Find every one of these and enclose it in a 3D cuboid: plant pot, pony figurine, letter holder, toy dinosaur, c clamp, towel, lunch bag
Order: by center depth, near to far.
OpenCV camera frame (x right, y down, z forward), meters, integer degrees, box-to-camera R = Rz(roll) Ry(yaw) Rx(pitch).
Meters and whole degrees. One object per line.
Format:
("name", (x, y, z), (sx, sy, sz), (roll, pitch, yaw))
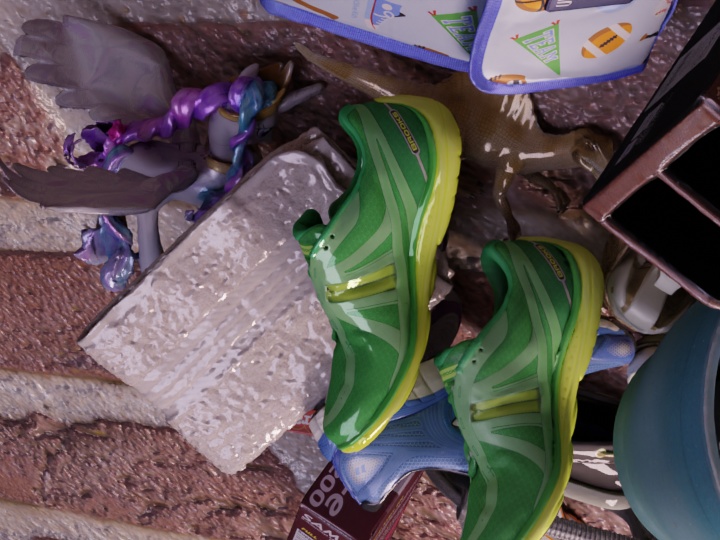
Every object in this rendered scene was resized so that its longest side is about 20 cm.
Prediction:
("letter holder", (0.214, -0.069, 0.818), (0.142, 0.200, 0.101), (39, 147, -4))
("lunch bag", (0.063, -0.178, 0.902), (0.200, 0.124, 0.170), (18, 145, 3))
("plant pot", (0.231, 0.086, 1.020), (0.200, 0.200, 0.188), (41, 162, -7))
("toy dinosaur", (0.058, -0.078, 1.102), (0.200, 0.058, 0.101), (20, 129, 12))
("towel", (-0.054, 0.021, 1.122), (0.133, 0.034, 0.200), (44, 107, -13))
("pony figurine", (-0.128, -0.066, 1.211), (0.193, 0.167, 0.200), (3, 142, -7))
("c clamp", (0.132, 0.154, 1.220), (0.200, 0.171, 0.027), (17, 108, 1))

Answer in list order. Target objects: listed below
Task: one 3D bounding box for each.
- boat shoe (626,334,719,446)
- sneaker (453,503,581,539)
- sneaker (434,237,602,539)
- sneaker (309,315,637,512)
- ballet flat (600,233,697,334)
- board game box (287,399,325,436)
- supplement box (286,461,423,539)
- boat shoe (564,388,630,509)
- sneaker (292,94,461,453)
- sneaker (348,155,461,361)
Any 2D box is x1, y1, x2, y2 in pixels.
("boat shoe", (0.230, 0.124, 1.163), (0.200, 0.068, 0.075), (45, 146, -12))
("sneaker", (0.099, 0.181, 1.333), (0.076, 0.092, 0.200), (-11, 124, 48))
("sneaker", (0.077, 0.076, 1.063), (0.084, 0.200, 0.074), (15, 162, -8))
("sneaker", (0.075, 0.086, 1.145), (0.079, 0.200, 0.089), (99, 148, -83))
("ballet flat", (0.171, -0.006, 1.059), (0.070, 0.065, 0.200), (30, 147, 6))
("board game box", (-0.041, 0.091, 1.286), (0.103, 0.019, 0.200), (10, -179, 12))
("supplement box", (-0.012, 0.195, 1.438), (0.061, 0.109, 0.200), (32, 146, 8))
("boat shoe", (0.096, 0.093, 1.212), (0.201, 0.072, 0.061), (15, 124, -11))
("sneaker", (0.000, 0.000, 1.058), (0.084, 0.200, 0.074), (9, -175, -10))
("sneaker", (0.011, 0.003, 1.231), (0.100, 0.075, 0.200), (35, 147, 30))
